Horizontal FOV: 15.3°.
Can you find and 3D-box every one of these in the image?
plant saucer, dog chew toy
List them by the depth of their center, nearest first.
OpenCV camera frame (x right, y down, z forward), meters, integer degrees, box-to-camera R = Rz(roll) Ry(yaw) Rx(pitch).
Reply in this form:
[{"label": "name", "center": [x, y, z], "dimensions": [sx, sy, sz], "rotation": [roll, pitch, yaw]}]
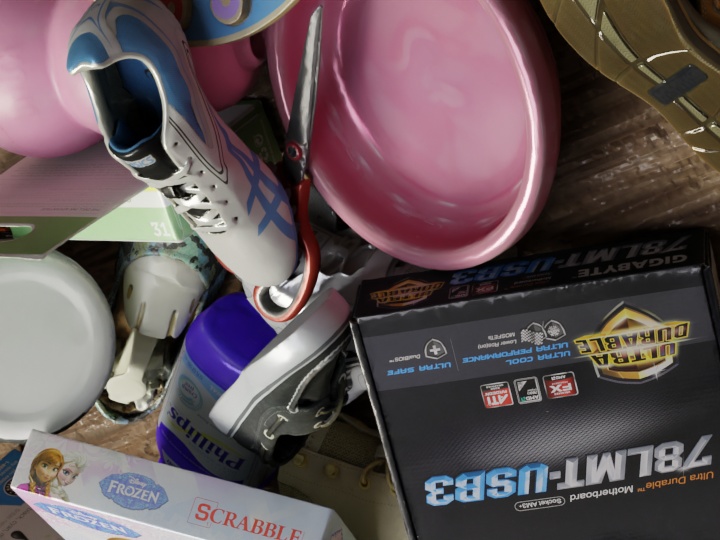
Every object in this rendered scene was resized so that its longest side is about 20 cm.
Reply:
[{"label": "plant saucer", "center": [0.035, -0.101, 1.435], "dimensions": [0.200, 0.051, 0.201], "rotation": [26, 129, 36]}, {"label": "dog chew toy", "center": [-0.142, -0.127, 1.536], "dimensions": [0.199, 0.125, 0.125], "rotation": [1, 121, 31]}]

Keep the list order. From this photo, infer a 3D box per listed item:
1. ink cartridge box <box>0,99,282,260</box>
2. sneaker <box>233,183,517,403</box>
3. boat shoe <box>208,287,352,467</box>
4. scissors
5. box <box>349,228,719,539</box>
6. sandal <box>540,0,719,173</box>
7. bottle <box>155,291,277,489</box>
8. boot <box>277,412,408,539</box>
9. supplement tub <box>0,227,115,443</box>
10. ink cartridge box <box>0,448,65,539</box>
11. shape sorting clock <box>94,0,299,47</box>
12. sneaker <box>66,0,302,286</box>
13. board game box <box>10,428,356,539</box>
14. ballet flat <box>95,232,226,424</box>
[{"label": "ink cartridge box", "center": [-0.161, -0.037, 1.554], "dimensions": [0.145, 0.200, 0.048], "rotation": [1, 120, 40]}, {"label": "sneaker", "center": [0.000, 0.000, 1.543], "dimensions": [0.115, 0.075, 0.200], "rotation": [48, 141, -4]}, {"label": "boat shoe", "center": [-0.034, 0.064, 1.522], "dimensions": [0.057, 0.069, 0.200], "rotation": [45, 158, 1]}, {"label": "scissors", "center": [-0.032, -0.054, 1.487], "dimensions": [0.073, 0.014, 0.200], "rotation": [43, 132, 18]}, {"label": "box", "center": [0.113, 0.086, 1.474], "dimensions": [0.199, 0.050, 0.199], "rotation": [-9, 116, 11]}, {"label": "sandal", "center": [0.160, -0.121, 1.342], "dimensions": [0.200, 0.054, 0.080], "rotation": [42, 146, -16]}, {"label": "bottle", "center": [-0.088, 0.103, 1.703], "dimensions": [0.083, 0.065, 0.200], "rotation": [37, 137, 14]}, {"label": "boot", "center": [0.030, 0.117, 1.608], "dimensions": [0.155, 0.073, 0.200], "rotation": [28, 141, 14]}, {"label": "supplement tub", "center": [-0.231, 0.034, 1.680], "dimensions": [0.123, 0.122, 0.200], "rotation": [61, 168, -15]}, {"label": "ink cartridge box", "center": [-0.202, 0.251, 1.849], "dimensions": [0.199, 0.147, 0.145], "rotation": [23, 133, 25]}, {"label": "shape sorting clock", "center": [-0.092, -0.220, 1.435], "dimensions": [0.199, 0.039, 0.201], "rotation": [1, 93, 31]}, {"label": "sneaker", "center": [-0.099, -0.061, 1.458], "dimensions": [0.072, 0.073, 0.200], "rotation": [-4, 131, 40]}, {"label": "board game box", "center": [-0.089, 0.170, 1.633], "dimensions": [0.199, 0.041, 0.200], "rotation": [13, 160, 20]}, {"label": "ballet flat", "center": [-0.128, 0.029, 1.672], "dimensions": [0.074, 0.074, 0.200], "rotation": [36, 141, 13]}]
